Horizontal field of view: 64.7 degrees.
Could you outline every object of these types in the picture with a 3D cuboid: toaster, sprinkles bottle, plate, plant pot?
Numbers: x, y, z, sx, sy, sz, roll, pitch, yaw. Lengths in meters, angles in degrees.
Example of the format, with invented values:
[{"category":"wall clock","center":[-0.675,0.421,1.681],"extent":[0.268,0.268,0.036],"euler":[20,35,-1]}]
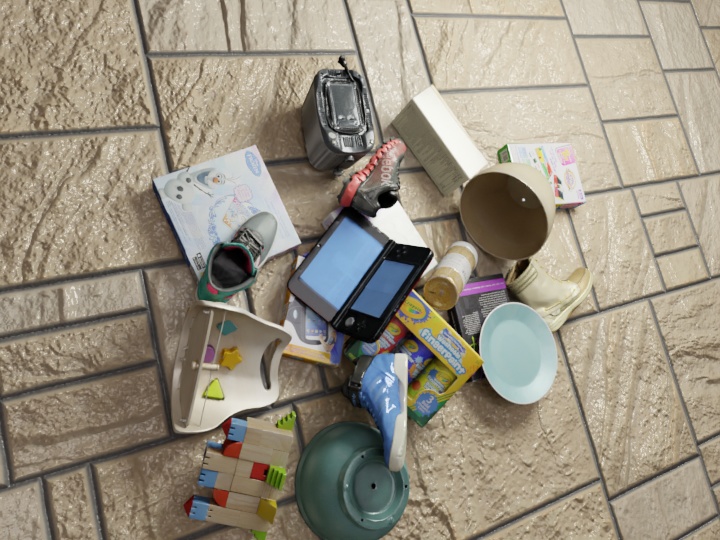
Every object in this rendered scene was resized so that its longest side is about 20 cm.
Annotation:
[{"category":"toaster","center":[-0.050,-0.289,1.091],"extent":[0.111,0.129,0.205],"euler":[-6,79,-25]},{"category":"sprinkles bottle","center":[0.177,0.006,1.093],"extent":[0.069,0.068,0.200],"euler":[51,29,-3]},{"category":"plate","center":[0.316,0.167,1.151],"extent":[0.196,0.026,0.205],"euler":[7,73,-23]},{"category":"plant pot","center":[0.002,0.354,0.940],"extent":[0.196,0.134,0.205],"euler":[6,73,-21]},{"category":"plant pot","center":[0.325,-0.142,1.187],"extent":[0.134,0.200,0.202],"euler":[-40,93,-36]}]

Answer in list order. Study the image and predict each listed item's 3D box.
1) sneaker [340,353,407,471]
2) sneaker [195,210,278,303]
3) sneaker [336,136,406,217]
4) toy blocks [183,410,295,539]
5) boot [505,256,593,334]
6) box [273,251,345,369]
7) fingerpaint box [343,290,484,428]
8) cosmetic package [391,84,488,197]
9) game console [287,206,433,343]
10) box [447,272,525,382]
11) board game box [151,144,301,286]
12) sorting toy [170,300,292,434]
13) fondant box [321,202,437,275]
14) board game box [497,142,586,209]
[{"category":"sneaker","center":[0.021,0.224,0.920],"extent":[0.108,0.078,0.203],"euler":[1,51,5]},{"category":"sneaker","center":[-0.190,-0.030,0.918],"extent":[0.083,0.120,0.202],"euler":[37,66,-12]},{"category":"sneaker","center":[0.042,-0.171,1.067],"extent":[0.097,0.071,0.201],"euler":[35,55,6]},{"category":"toy blocks","center":[-0.191,0.311,0.887],"extent":[0.134,0.100,0.204],"euler":[16,89,-13]},{"category":"boot","center":[0.412,0.021,1.242],"extent":[0.200,0.073,0.156],"euler":[-43,98,-21]},{"category":"box","center":[-0.079,0.065,1.035],"extent":[0.117,0.041,0.205],"euler":[16,73,-18]},{"category":"fingerpaint box","center":[0.095,0.150,1.030],"extent":[0.200,0.073,0.167],"euler":[44,93,-7]},{"category":"cosmetic package","center":[0.165,-0.270,1.196],"extent":[0.073,0.103,0.201],"euler":[-38,94,-27]},{"category":"game console","center":[0.000,0.000,0.991],"extent":[0.119,0.171,0.201],"euler":[47,70,-32]},{"category":"box","center":[0.254,0.116,1.169],"extent":[0.140,0.036,0.205],"euler":[-7,78,-26]},{"category":"board game box","center":[-0.234,-0.097,1.007],"extent":[0.196,0.043,0.203],"euler":[-25,87,-25]},{"category":"sorting toy","center":[-0.201,0.149,0.919],"extent":[0.177,0.106,0.205],"euler":[11,96,-30]},{"category":"fondant box","center":[0.038,-0.052,1.107],"extent":[0.143,0.058,0.202],"euler":[-34,90,-27]},{"category":"board game box","center":[0.426,-0.219,1.330],"extent":[0.196,0.040,0.157],"euler":[-6,79,-25]}]
